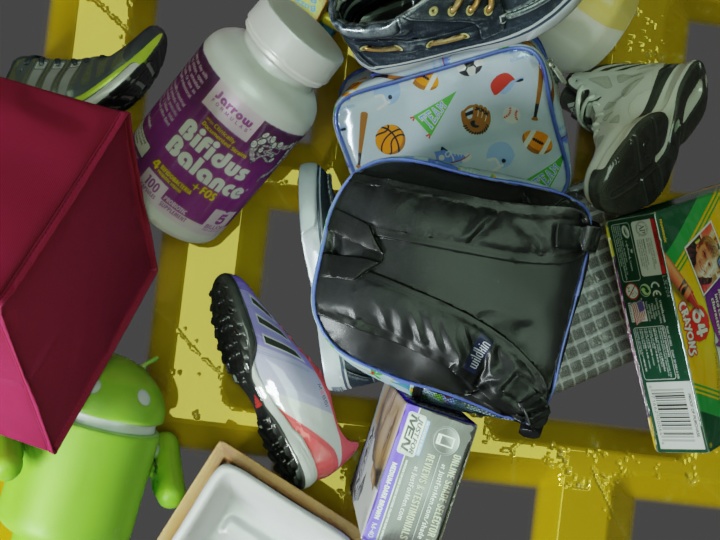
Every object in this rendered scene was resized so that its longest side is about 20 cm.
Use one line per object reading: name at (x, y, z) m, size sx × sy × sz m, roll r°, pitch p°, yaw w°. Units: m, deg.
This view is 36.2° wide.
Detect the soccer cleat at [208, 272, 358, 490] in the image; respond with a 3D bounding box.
soccer cleat at (-0.071, 0.091, 0.982) m, size 0.073 × 0.068 × 0.202 m, roll -23°, pitch 85°, yaw -30°

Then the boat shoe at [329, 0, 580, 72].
boat shoe at (0.076, -0.207, 0.835) m, size 0.198 × 0.091 × 0.072 m, roll -18°, pitch 78°, yaw 15°

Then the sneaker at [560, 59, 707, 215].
sneaker at (0.215, -0.118, 0.963) m, size 0.201 × 0.114 × 0.076 m, roll -47°, pitch 132°, yaw -37°

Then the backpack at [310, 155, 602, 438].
backpack at (0.065, 0.011, 0.864) m, size 0.198 × 0.147 × 0.185 m, roll 16°, pitch 88°, yaw 3°

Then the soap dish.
soap dish at (-0.111, 0.270, 0.957) m, size 0.156 × 0.081 × 0.201 m, roll 33°, pitch 87°, yaw -9°

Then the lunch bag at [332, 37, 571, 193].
lunch bag at (0.082, -0.120, 0.941) m, size 0.198 × 0.076 × 0.162 m, roll -14°, pitch 113°, yaw 13°

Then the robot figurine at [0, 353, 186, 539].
robot figurine at (-0.235, 0.159, 0.935) m, size 0.174 × 0.115 × 0.202 m, roll 18°, pitch 88°, yaw -31°

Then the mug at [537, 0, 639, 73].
mug at (0.165, -0.255, 0.944) m, size 0.152 × 0.186 × 0.151 m, roll 32°, pitch 69°, yaw -12°

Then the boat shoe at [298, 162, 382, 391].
boat shoe at (0.000, 0.000, 0.972) m, size 0.090 × 0.071 × 0.203 m, roll -10°, pitch 90°, yaw 2°

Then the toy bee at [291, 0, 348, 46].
toy bee at (-0.043, -0.253, 0.958) m, size 0.129 × 0.109 × 0.203 m, roll 10°, pitch 89°, yaw -2°

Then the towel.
towel at (0.167, 0.021, 0.982) m, size 0.198 × 0.086 × 0.167 m, roll -21°, pitch 92°, yaw -4°

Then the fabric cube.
fabric cube at (-0.292, -0.015, 0.840) m, size 0.197 × 0.201 × 0.197 m, roll 17°, pitch 53°, yaw 10°

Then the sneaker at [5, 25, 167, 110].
sneaker at (-0.258, -0.161, 0.960) m, size 0.199 × 0.074 × 0.081 m, roll -34°, pitch 89°, yaw -5°

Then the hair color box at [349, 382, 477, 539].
hair color box at (0.038, 0.157, 0.913) m, size 0.064 × 0.200 × 0.111 m, roll 19°, pitch 88°, yaw -4°

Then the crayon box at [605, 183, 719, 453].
crayon box at (0.303, 0.035, 0.959) m, size 0.171 × 0.058 × 0.203 m, roll -17°, pitch 94°, yaw -40°

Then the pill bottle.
pill bottle at (-0.107, -0.128, 0.917) m, size 0.112 × 0.112 × 0.200 m, roll 42°, pitch 112°, yaw -3°
